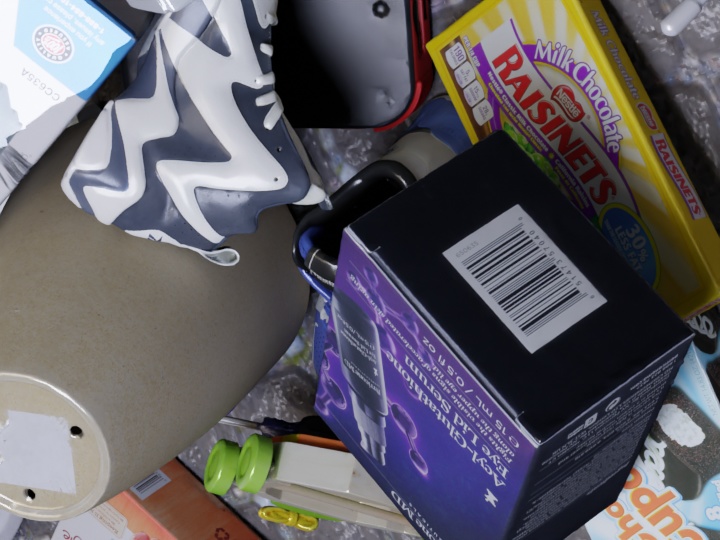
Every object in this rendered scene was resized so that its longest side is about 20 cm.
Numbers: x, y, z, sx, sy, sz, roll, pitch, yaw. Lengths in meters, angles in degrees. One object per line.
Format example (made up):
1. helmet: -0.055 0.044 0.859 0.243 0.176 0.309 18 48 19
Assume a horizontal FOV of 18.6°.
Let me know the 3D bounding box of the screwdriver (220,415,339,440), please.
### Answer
1. screwdriver: -0.075 0.090 1.340 0.199 0.029 0.028 13 110 8

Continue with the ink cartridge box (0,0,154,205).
1. ink cartridge box: -0.229 -0.109 1.190 0.146 0.086 0.200 38 109 -12

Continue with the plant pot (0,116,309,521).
1. plant pot: -0.144 0.042 1.206 0.187 0.200 0.188 8 122 12

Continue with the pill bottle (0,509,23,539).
1. pill bottle: -0.342 0.132 1.550 0.200 0.120 0.120 28 126 25

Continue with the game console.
1. game console: -0.052 -0.170 1.199 0.176 0.031 0.201 2 116 15

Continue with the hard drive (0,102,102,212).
1. hard drive: -0.203 -0.010 1.438 0.200 0.026 0.132 -29 92 42

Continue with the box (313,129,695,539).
1. box: 0.065 0.053 1.114 0.148 0.104 0.200 48 156 21

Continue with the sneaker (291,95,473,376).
1. sneaker: 0.000 -0.001 1.225 0.080 0.115 0.200 37 129 19

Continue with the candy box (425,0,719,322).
1. candy box: 0.113 -0.057 1.143 0.102 0.026 0.200 -34 76 38

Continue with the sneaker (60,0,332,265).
1. sneaker: -0.054 -0.092 1.156 0.129 0.199 0.079 32 175 -10

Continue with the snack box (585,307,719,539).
1. snack box: 0.162 0.093 1.198 0.116 0.037 0.200 -18 99 42

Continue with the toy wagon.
1. toy wagon: -0.012 0.130 1.291 0.155 0.040 0.200 18 168 -17

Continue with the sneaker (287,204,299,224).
1. sneaker: -0.074 0.009 1.319 0.099 0.070 0.201 13 120 26

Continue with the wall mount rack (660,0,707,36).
1. wall mount rack: 0.162 -0.218 1.022 0.200 0.075 0.174 46 131 12

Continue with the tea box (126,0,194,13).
1. tea box: -0.077 -0.253 0.995 0.200 0.197 0.134 53 174 -15

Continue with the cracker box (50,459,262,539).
1. cracker box: -0.150 0.222 1.487 0.134 0.058 0.200 40 130 16
